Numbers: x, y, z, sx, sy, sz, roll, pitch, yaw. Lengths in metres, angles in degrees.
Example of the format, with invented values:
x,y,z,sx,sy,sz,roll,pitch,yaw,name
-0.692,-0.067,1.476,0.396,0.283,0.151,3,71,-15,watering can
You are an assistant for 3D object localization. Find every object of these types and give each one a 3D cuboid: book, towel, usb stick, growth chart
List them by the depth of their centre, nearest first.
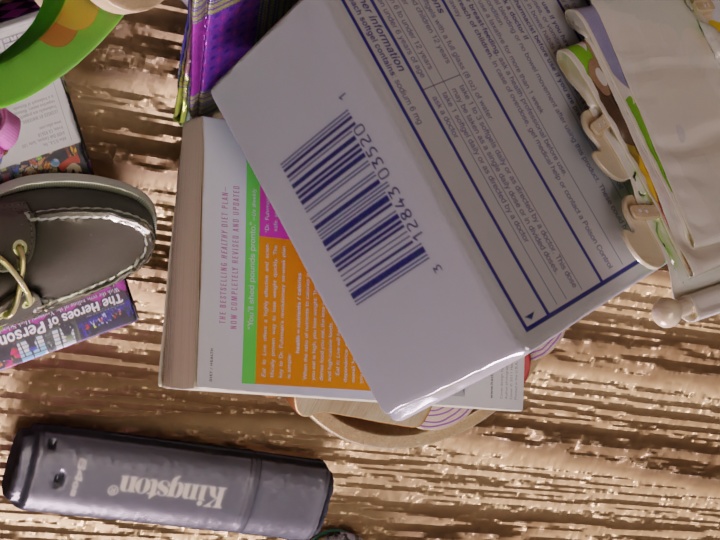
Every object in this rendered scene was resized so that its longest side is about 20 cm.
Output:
x,y,z,sx,sy,sz,roll,pitch,yaw,name
-0.025,-0.149,0.745,0.143,0.023,0.201,-31,159,-23,towel
0.151,-0.071,0.757,0.144,0.202,0.018,-3,159,-40,growth chart
0.000,0.000,0.810,0.198,0.048,0.135,7,84,-30,book
-0.108,0.125,0.922,0.198,0.033,0.056,11,111,-26,usb stick

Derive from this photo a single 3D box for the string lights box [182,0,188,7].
x,y,z,sx,sy,sz,roll,pitch,yaw,name
-0.031,-0.223,0.761,0.199,0.059,0.103,-38,123,0,string lights box

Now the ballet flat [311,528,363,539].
x,y,z,sx,sy,sz,roll,pitch,yaw,name
-0.005,0.264,1.014,0.071,0.072,0.203,-9,118,-18,ballet flat

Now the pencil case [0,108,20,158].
x,y,z,sx,sy,sz,roll,pitch,yaw,name
-0.255,-0.047,0.702,0.199,0.083,0.087,-30,115,-8,pencil case

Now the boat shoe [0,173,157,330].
x,y,z,sx,sy,sz,roll,pitch,yaw,name
-0.191,0.003,0.764,0.199,0.060,0.073,-11,119,-17,boat shoe

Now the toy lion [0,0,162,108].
x,y,z,sx,sy,sz,roll,pitch,yaw,name
-0.194,-0.143,0.608,0.192,0.068,0.201,-45,116,-24,toy lion

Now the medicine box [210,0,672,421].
x,y,z,sx,sy,sz,roll,pitch,yaw,name
0.061,-0.058,0.760,0.199,0.103,0.184,-26,86,-44,medicine box

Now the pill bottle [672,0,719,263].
x,y,z,sx,sy,sz,roll,pitch,yaw,name
0.208,-0.109,0.886,0.111,0.113,0.202,2,115,-23,pill bottle

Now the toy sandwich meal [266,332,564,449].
x,y,z,sx,sy,sz,roll,pitch,yaw,name
0.039,0.031,0.912,0.203,0.070,0.207,-10,118,-18,toy sandwich meal

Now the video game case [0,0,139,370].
x,y,z,sx,sy,sz,roll,pitch,yaw,name
-0.230,-0.022,0.794,0.198,0.036,0.183,-21,120,-12,video game case
